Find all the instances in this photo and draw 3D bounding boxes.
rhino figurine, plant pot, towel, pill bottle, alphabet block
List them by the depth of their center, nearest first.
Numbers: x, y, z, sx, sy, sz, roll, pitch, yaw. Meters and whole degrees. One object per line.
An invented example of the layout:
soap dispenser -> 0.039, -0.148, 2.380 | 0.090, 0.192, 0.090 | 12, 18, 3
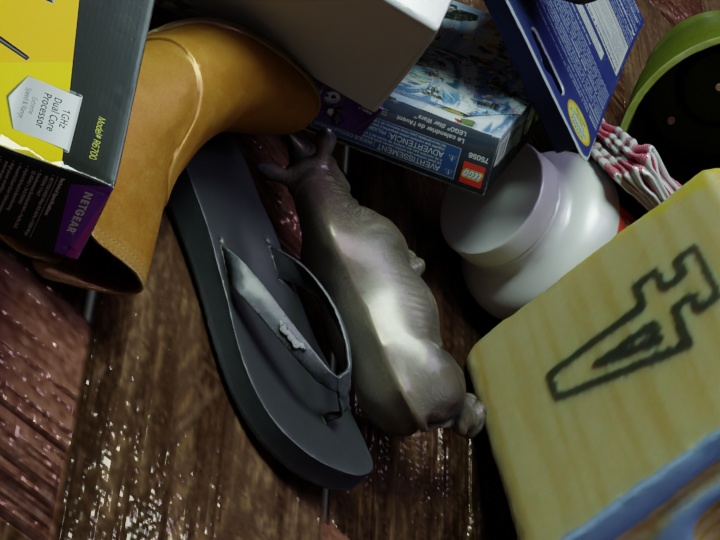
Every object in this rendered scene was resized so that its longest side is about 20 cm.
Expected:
rhino figurine -> 0.000, 0.000, 1.019 | 0.201, 0.059, 0.087 | 65, 11, 11
alphabet block -> 0.200, 0.102, 1.090 | 0.195, 0.196, 0.201 | 46, 16, -28
pill bottle -> 0.139, 0.001, 1.214 | 0.200, 0.112, 0.113 | 35, 36, -40
towel -> 0.187, -0.058, 1.240 | 0.146, 0.030, 0.200 | 40, 10, -24
plant pot -> 0.292, -0.116, 1.531 | 0.201, 0.200, 0.193 | 52, 16, -16

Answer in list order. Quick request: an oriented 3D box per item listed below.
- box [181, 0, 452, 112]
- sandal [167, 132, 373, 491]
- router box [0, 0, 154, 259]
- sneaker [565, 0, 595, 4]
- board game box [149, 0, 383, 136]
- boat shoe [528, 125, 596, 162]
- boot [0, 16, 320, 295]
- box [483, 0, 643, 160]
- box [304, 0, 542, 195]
box -> -0.039, -0.191, 0.945 | 0.199, 0.097, 0.125 | 30, 64, -7
sandal -> -0.045, 0.014, 0.963 | 0.076, 0.043, 0.201 | -9, 72, -61
router box -> -0.163, -0.112, 0.806 | 0.148, 0.051, 0.201 | 20, 43, -16
sneaker -> 0.054, -0.213, 1.029 | 0.082, 0.070, 0.201 | -38, 92, -24
board game box -> -0.078, -0.156, 1.024 | 0.199, 0.032, 0.121 | 22, 39, -26
boat shoe -> 0.150, -0.054, 1.342 | 0.202, 0.060, 0.072 | 55, 28, -12
boot -> -0.099, -0.052, 0.903 | 0.200, 0.071, 0.145 | 19, 54, -36
box -> 0.114, -0.153, 1.139 | 0.122, 0.032, 0.200 | 62, 28, -20
box -> 0.041, -0.114, 1.154 | 0.136, 0.040, 0.200 | 22, 26, 11
